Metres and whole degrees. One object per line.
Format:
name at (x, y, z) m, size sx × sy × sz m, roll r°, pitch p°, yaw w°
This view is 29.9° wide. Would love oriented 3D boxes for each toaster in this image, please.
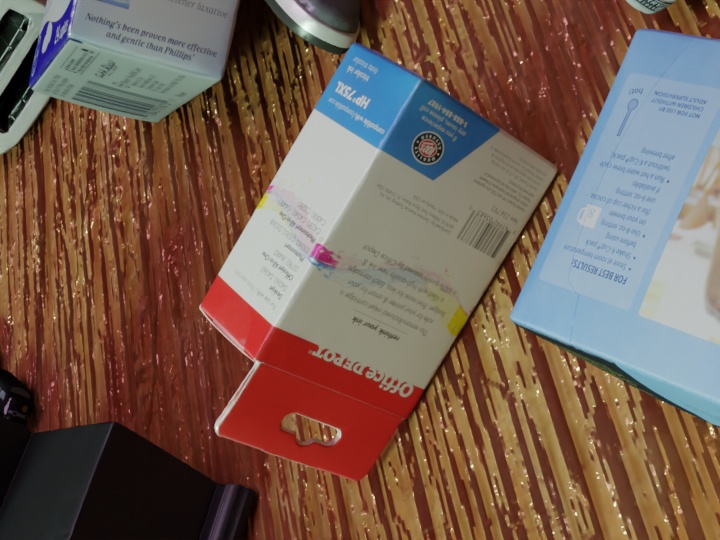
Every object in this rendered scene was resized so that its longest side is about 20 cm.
toaster at (-0.317, -0.193, 1.143) m, size 0.200 × 0.114 × 0.129 m, roll -54°, pitch 45°, yaw 9°

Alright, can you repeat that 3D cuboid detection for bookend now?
bookend at (-0.204, 0.134, 0.779) m, size 0.200 × 0.199 × 0.092 m, roll -13°, pitch 50°, yaw 42°

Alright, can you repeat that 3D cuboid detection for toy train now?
toy train at (-0.303, 0.077, 1.047) m, size 0.200 × 0.034 × 0.046 m, roll 26°, pitch 87°, yaw 49°

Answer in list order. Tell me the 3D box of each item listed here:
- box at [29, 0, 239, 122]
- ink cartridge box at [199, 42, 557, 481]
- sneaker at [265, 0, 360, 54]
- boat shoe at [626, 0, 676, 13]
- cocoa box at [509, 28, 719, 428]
box at (-0.145, -0.220, 0.916) m, size 0.184 × 0.105 × 0.201 m, roll 172°, pitch 110°, yaw -68°
ink cartridge box at (0.000, 0.000, 0.702) m, size 0.067 × 0.116 × 0.200 m, roll 38°, pitch 99°, yaw 48°
sneaker at (-0.012, -0.240, 0.869) m, size 0.121 × 0.083 × 0.200 m, roll -47°, pitch 41°, yaw 33°
boat shoe at (0.151, -0.232, 0.692) m, size 0.068 × 0.073 × 0.200 m, roll -27°, pitch 53°, yaw 41°
cocoa box at (0.182, 0.006, 0.494) m, size 0.200 × 0.131 × 0.134 m, roll 23°, pitch 88°, yaw 50°
